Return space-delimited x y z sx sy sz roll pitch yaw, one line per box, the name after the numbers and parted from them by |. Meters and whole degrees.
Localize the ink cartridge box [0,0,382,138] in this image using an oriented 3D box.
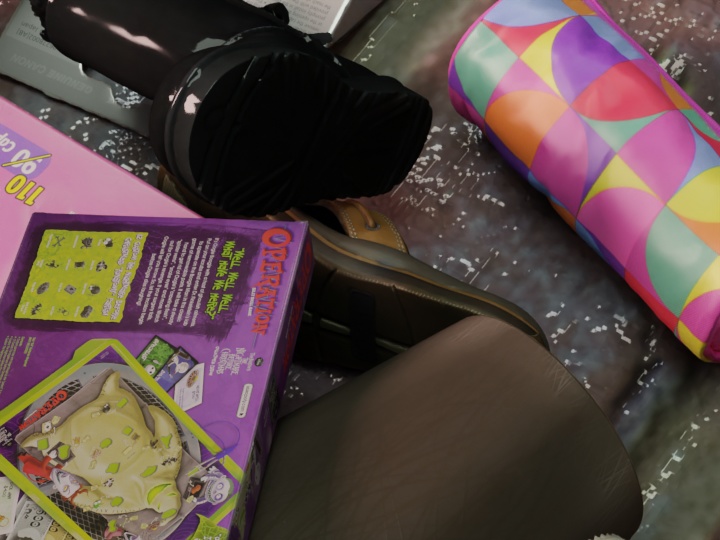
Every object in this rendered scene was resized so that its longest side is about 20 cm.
-0.067 -0.151 1.301 0.161 0.050 0.200 24 81 21 | ink cartridge box

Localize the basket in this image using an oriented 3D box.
0.003 0.118 1.049 0.200 0.136 0.180 -38 72 -22 | basket

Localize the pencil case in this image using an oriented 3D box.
0.126 -0.045 1.170 0.088 0.088 0.200 -35 59 -16 | pencil case

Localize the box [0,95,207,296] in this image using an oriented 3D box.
-0.172 0.039 1.144 0.176 0.097 0.200 31 66 25 | box

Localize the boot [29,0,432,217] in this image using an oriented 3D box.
-0.075 -0.090 1.147 0.162 0.198 0.074 30 105 25 | boot

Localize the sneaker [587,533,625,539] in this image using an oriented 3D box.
0.080 0.200 0.985 0.099 0.070 0.200 24 77 35 | sneaker

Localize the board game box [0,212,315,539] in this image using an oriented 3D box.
-0.093 0.054 1.020 0.120 0.032 0.200 0 43 14 | board game box

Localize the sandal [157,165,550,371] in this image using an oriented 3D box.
0.000 0.000 1.162 0.199 0.082 0.055 21 45 22 | sandal
